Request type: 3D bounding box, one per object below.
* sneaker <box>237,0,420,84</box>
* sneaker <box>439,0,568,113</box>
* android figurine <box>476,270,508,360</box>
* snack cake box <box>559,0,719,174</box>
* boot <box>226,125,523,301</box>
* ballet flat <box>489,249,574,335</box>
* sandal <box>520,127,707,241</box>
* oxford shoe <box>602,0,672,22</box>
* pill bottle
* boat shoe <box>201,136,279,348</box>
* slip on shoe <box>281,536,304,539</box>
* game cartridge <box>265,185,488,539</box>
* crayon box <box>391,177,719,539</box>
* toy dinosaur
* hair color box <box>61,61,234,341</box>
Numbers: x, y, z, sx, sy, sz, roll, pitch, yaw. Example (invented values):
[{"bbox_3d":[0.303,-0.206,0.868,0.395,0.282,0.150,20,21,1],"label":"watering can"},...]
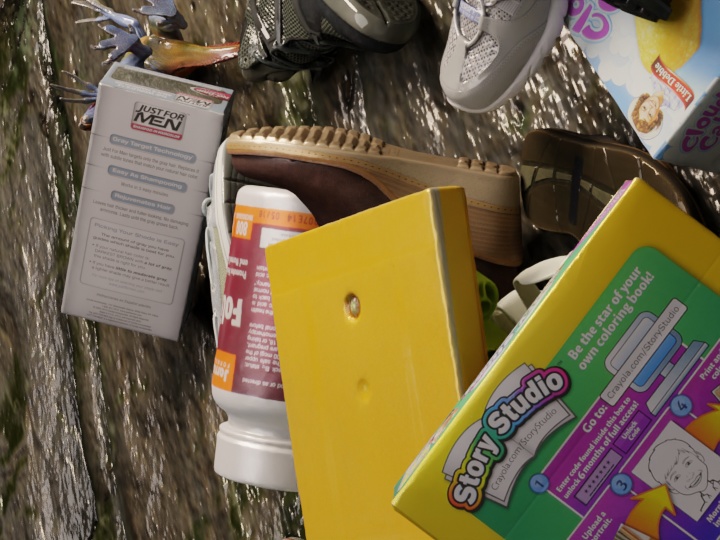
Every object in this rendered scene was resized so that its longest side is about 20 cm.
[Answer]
[{"bbox_3d":[-0.026,-0.171,1.199,0.199,0.076,0.114,42,120,51],"label":"sneaker"},{"bbox_3d":[0.076,-0.188,0.947,0.075,0.082,0.200,36,115,50],"label":"sneaker"},{"bbox_3d":[0.034,0.071,0.980,0.200,0.041,0.182,42,126,49],"label":"android figurine"},{"bbox_3d":[0.173,-0.166,0.938,0.115,0.067,0.200,-54,46,33],"label":"snack cake box"},{"bbox_3d":[0.000,0.000,1.067,0.200,0.072,0.166,12,105,10],"label":"boot"},{"bbox_3d":[0.108,0.030,0.948,0.200,0.069,0.070,126,139,-70],"label":"ballet flat"},{"bbox_3d":[0.152,-0.036,0.966,0.200,0.055,0.082,-143,56,-65],"label":"sandal"},{"bbox_3d":[0.102,-0.212,0.863,0.084,0.200,0.073,-45,11,5],"label":"oxford shoe"},{"bbox_3d":[-0.042,0.046,1.156,0.114,0.114,0.200,10,93,53],"label":"pill bottle"},{"bbox_3d":[-0.086,-0.002,1.258,0.065,0.074,0.202,-18,79,46],"label":"boat shoe"},{"bbox_3d":[-0.047,0.288,1.178,0.074,0.061,0.200,-20,69,52],"label":"slip on shoe"},{"bbox_3d":[0.014,0.067,0.950,0.176,0.032,0.200,-16,81,55],"label":"game cartridge"},{"bbox_3d":[0.142,0.085,0.822,0.173,0.058,0.200,37,93,4],"label":"crayon box"},{"bbox_3d":[-0.184,-0.157,1.399,0.105,0.200,0.182,-59,-11,-19],"label":"toy dinosaur"},{"bbox_3d":[-0.168,-0.053,1.318,0.061,0.099,0.200,-78,2,-65],"label":"hair color box"}]
